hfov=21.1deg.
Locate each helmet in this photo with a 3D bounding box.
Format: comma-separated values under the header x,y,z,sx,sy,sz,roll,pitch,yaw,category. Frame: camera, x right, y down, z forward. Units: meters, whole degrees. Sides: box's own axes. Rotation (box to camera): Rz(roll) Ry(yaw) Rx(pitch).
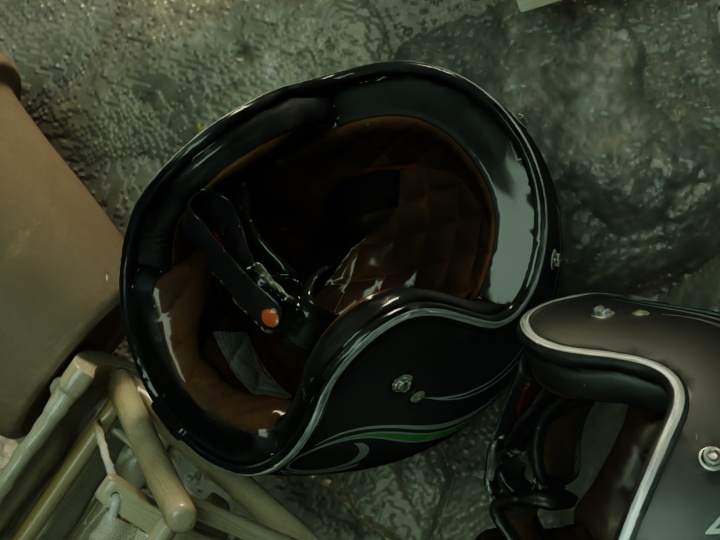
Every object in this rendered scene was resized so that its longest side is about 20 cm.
x,y,z,sx,sy,sz,roll,pitch,yaw,category
0.148,0.112,0.851,0.191,0.200,0.200,34,95,46,helmet
0.000,0.000,0.940,0.200,0.191,0.200,22,121,41,helmet

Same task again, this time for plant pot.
x,y,z,sx,sy,sz,roll,pitch,yaw,category
-0.211,-0.006,1.025,0.175,0.200,0.200,40,96,5,plant pot

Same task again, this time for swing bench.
x,y,z,sx,sy,sz,roll,pitch,yaw,category
-0.139,0.164,0.961,0.199,0.130,0.200,-56,41,5,swing bench

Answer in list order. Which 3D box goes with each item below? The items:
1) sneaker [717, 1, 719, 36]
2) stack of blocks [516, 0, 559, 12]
x,y,z,sx,sy,sz,roll,pitch,yaw,category
0.268,-0.158,0.930,0.200,0.078,0.079,-8,85,6,sneaker
0.101,-0.239,0.944,0.115,0.059,0.200,-14,121,16,stack of blocks
